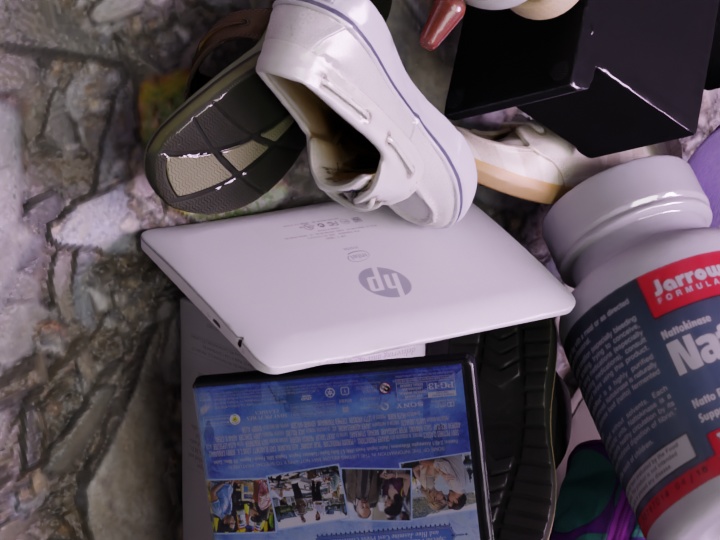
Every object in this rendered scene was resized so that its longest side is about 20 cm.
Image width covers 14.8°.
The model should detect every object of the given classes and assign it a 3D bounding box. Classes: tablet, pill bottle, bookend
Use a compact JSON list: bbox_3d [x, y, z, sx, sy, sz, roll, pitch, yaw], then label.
[{"bbox_3d":[0.000,0.000,1.436,0.199,0.130,0.014,-11,128,-33],"label":"tablet"},{"bbox_3d":[0.173,0.046,1.477,0.119,0.120,0.201,-5,61,-35],"label":"pill bottle"},{"bbox_3d":[0.160,-0.138,1.499,0.200,0.092,0.200,29,63,-37],"label":"bookend"}]

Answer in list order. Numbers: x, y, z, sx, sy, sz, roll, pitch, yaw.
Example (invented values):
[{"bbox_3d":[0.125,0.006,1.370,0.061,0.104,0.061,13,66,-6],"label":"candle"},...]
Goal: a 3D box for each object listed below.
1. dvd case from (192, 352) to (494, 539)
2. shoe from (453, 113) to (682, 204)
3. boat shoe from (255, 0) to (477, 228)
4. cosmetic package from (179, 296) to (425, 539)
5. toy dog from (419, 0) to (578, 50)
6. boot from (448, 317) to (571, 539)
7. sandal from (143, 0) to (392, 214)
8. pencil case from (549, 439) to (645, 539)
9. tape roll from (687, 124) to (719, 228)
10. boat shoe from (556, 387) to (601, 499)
[{"bbox_3d":[-0.002,0.144,1.400,0.142,0.018,0.201,-5,103,6],"label":"dvd case"},{"bbox_3d":[0.110,-0.065,1.538,0.200,0.070,0.054,7,97,-45],"label":"shoe"},{"bbox_3d":[-0.001,-0.066,1.395,0.070,0.071,0.200,-63,150,-20],"label":"boat shoe"},{"bbox_3d":[-0.030,0.108,1.468,0.113,0.081,0.201,-13,108,-35],"label":"cosmetic package"},{"bbox_3d":[0.027,-0.184,1.384,0.096,0.200,0.132,-43,135,0],"label":"toy dog"},{"bbox_3d":[0.082,0.122,1.505,0.138,0.077,0.201,59,43,-64],"label":"boot"},{"bbox_3d":[-0.051,-0.103,1.420,0.201,0.057,0.080,-52,147,-35],"label":"sandal"},{"bbox_3d":[0.128,0.191,1.518,0.093,0.085,0.201,91,17,-61],"label":"pencil case"},{"bbox_3d":[0.273,-0.014,1.535,0.066,0.199,0.201,-42,125,-46],"label":"tape roll"},{"bbox_3d":[0.144,0.151,1.634,0.063,0.072,0.201,-20,114,-78],"label":"boat shoe"}]
